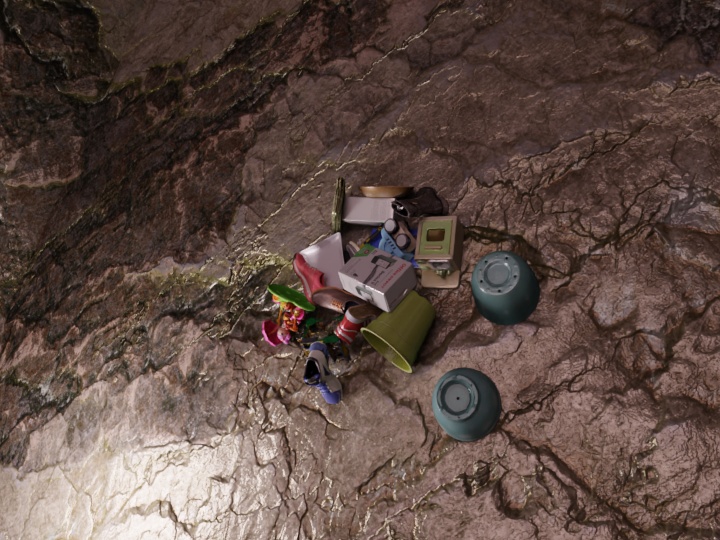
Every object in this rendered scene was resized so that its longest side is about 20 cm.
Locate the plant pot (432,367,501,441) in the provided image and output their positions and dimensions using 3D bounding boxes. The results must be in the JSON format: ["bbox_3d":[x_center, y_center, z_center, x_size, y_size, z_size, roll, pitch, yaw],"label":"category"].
[{"bbox_3d":[0.282,0.362,1.474,0.195,0.134,0.206,-9,66,21],"label":"plant pot"}]

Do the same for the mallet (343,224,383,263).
[{"bbox_3d":[0.013,-0.076,1.812,0.198,0.041,0.067,-36,58,23],"label":"mallet"}]

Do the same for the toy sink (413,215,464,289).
[{"bbox_3d":[0.246,-0.058,1.672,0.127,0.112,0.206,1,70,26],"label":"toy sink"}]

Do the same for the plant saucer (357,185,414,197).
[{"bbox_3d":[0.086,-0.268,1.806,0.195,0.199,0.037,5,101,26],"label":"plant saucer"}]

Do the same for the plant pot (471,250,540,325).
[{"bbox_3d":[0.408,0.037,1.529,0.195,0.161,0.206,-9,66,21],"label":"plant pot"}]

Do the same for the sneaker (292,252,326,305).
[{"bbox_3d":[-0.165,0.017,1.826,0.086,0.073,0.203,-33,67,14],"label":"sneaker"}]

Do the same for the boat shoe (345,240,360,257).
[{"bbox_3d":[0.000,0.000,1.757,0.064,0.072,0.203,-29,85,-12],"label":"boat shoe"}]

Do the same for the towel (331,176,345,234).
[{"bbox_3d":[-0.077,-0.222,1.849,0.035,0.201,0.152,7,70,2],"label":"towel"}]

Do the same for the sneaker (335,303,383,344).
[{"bbox_3d":[-0.002,0.169,1.669,0.071,0.198,0.114,47,114,28],"label":"sneaker"}]

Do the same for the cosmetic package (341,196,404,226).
[{"bbox_3d":[0.045,-0.201,1.823,0.195,0.107,0.088,4,87,28],"label":"cosmetic package"}]

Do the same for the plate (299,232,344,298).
[{"bbox_3d":[-0.125,-0.004,1.853,0.196,0.032,0.205,-23,65,30],"label":"plate"}]

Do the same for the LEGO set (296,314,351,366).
[{"bbox_3d":[-0.101,0.236,1.744,0.195,0.118,0.156,-13,35,16],"label":"LEGO set"}]

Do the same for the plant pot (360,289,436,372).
[{"bbox_3d":[0.132,0.169,1.610,0.198,0.201,0.191,31,71,31],"label":"plant pot"}]

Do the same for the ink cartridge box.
[{"bbox_3d":[0.053,0.019,1.618,0.197,0.085,0.146,24,57,38],"label":"ink cartridge box"}]

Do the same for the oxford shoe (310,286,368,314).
[{"bbox_3d":[-0.071,0.101,1.738,0.194,0.073,0.073,7,107,3],"label":"oxford shoe"}]

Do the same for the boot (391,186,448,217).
[{"bbox_3d":[0.175,-0.221,1.718,0.200,0.170,0.071,-135,44,-57],"label":"boot"}]

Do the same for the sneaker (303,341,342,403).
[{"bbox_3d":[-0.128,0.337,1.642,0.079,0.115,0.204,-12,108,22],"label":"sneaker"}]

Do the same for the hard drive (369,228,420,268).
[{"bbox_3d":[0.121,-0.076,1.790,0.195,0.025,0.136,2,71,26],"label":"hard drive"}]

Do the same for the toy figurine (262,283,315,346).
[{"bbox_3d":[-0.258,0.173,1.811,0.197,0.149,0.188,27,102,33],"label":"toy figurine"}]

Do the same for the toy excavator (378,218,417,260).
[{"bbox_3d":[0.109,-0.037,1.723,0.200,0.099,0.196,-47,65,25],"label":"toy excavator"}]
